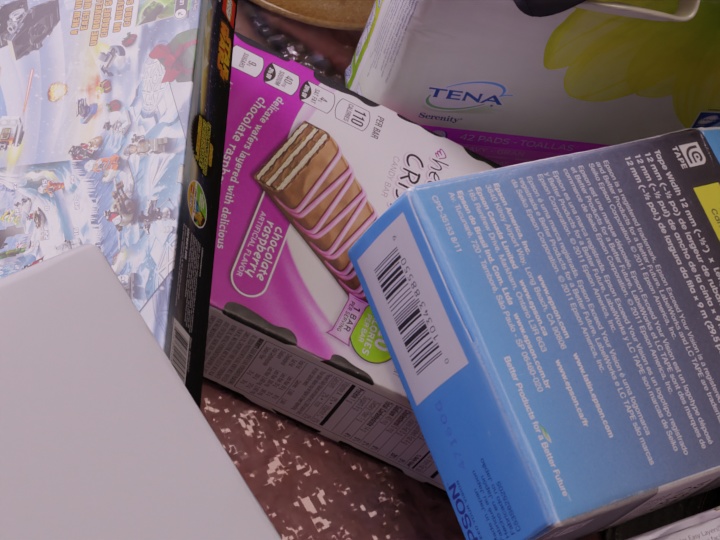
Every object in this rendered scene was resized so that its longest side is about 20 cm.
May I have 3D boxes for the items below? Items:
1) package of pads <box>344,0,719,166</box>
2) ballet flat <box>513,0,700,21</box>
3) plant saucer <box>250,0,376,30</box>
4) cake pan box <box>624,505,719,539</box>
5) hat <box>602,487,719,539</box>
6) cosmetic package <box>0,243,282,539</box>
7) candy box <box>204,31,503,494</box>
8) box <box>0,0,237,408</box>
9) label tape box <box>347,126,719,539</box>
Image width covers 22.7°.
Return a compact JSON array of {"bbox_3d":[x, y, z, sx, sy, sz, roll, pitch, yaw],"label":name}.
[{"bbox_3d":[0.105,-0.109,0.820,0.198,0.155,0.069,3,55,-14],"label":"package of pads"},{"bbox_3d":[0.139,-0.138,0.727,0.198,0.073,0.074,-14,68,-26],"label":"ballet flat"},{"bbox_3d":[-0.008,-0.208,0.824,0.199,0.201,0.036,28,38,-7],"label":"plant saucer"},{"bbox_3d":[0.099,0.204,0.686,0.198,0.052,0.186,-18,71,-14],"label":"cake pan box"},{"bbox_3d":[0.211,0.117,0.787,0.199,0.081,0.202,7,65,-15],"label":"hat"},{"bbox_3d":[-0.131,0.131,0.560,0.167,0.200,0.167,-24,73,-34],"label":"cosmetic package"},{"bbox_3d":[0.000,0.000,0.782,0.199,0.061,0.137,26,55,-10],"label":"candy box"},{"bbox_3d":[-0.123,-0.030,0.712,0.136,0.040,0.202,-7,58,16],"label":"box"},{"bbox_3d":[0.112,0.025,0.746,0.199,0.066,0.144,-12,71,-34],"label":"label tape box"}]
